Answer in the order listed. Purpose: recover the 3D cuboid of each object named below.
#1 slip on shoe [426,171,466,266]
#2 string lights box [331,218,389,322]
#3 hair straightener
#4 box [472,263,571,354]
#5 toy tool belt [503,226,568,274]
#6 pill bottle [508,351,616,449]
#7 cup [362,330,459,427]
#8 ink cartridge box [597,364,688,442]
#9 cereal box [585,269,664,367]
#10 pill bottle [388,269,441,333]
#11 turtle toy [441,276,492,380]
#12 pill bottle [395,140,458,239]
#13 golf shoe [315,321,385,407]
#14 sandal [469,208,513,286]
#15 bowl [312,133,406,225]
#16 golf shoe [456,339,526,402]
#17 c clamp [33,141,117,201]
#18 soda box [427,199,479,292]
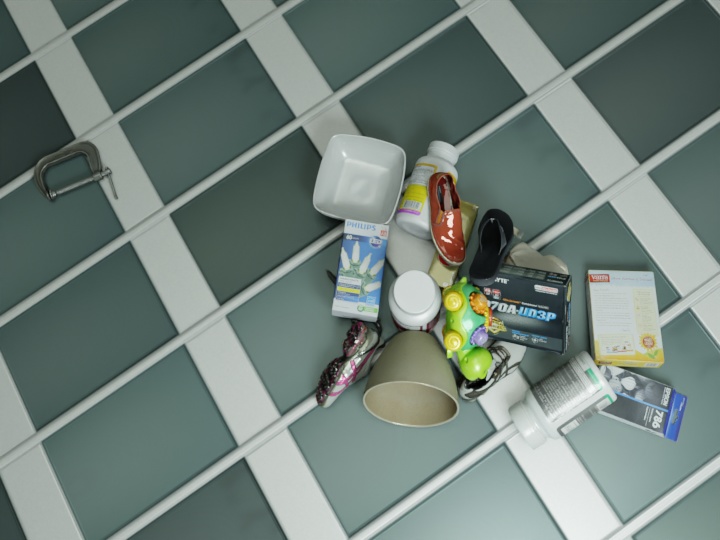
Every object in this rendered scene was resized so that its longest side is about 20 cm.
[{"bbox_3d":[0.185,-0.111,1.474,0.072,0.061,0.207,-9,87,-19],"label":"slip on shoe"},{"bbox_3d":[0.000,0.000,1.514,0.099,0.059,0.206,8,75,0],"label":"string lights box"},{"bbox_3d":[-0.020,0.078,1.549,0.076,0.041,0.202,-34,79,-4],"label":"hair straightener"},{"bbox_3d":[0.326,0.073,1.411,0.195,0.163,0.046,12,33,30],"label":"box"},{"bbox_3d":[0.338,0.010,1.486,0.198,0.124,0.124,38,55,18],"label":"toy tool belt"},{"bbox_3d":[0.403,0.265,1.402,0.198,0.113,0.115,-36,74,10],"label":"pill bottle"},{"bbox_3d":[0.107,0.213,1.434,0.194,0.203,0.146,3,54,6],"label":"cup"},{"bbox_3d":[0.575,0.271,1.437,0.195,0.039,0.102,19,77,9],"label":"ink cartridge box"},{"bbox_3d":[0.554,0.099,1.467,0.139,0.040,0.206,2,65,5],"label":"cereal box"},{"bbox_3d":[0.114,0.066,1.449,0.109,0.200,0.117,-1,75,4],"label":"pill bottle"},{"bbox_3d":[0.212,0.116,1.383,0.098,0.146,0.207,-1,95,5],"label":"turtle toy"},{"bbox_3d":[0.156,-0.182,1.560,0.102,0.104,0.205,19,78,10],"label":"pill bottle"},{"bbox_3d":[-0.021,0.215,1.490,0.091,0.073,0.203,30,98,-24],"label":"golf shoe"},{"bbox_3d":[0.268,-0.057,1.411,0.074,0.043,0.203,0,47,21],"label":"sandal"},{"bbox_3d":[0.002,-0.198,1.594,0.194,0.075,0.205,13,77,9],"label":"bowl"},{"bbox_3d":[0.282,0.195,1.456,0.078,0.095,0.200,42,81,15],"label":"golf shoe"},{"bbox_3d":[-0.700,-0.229,1.694,0.194,0.027,0.176,-16,75,1],"label":"c clamp"},{"bbox_3d":[0.203,-0.052,1.540,0.062,0.068,0.205,17,78,10],"label":"soda box"}]
